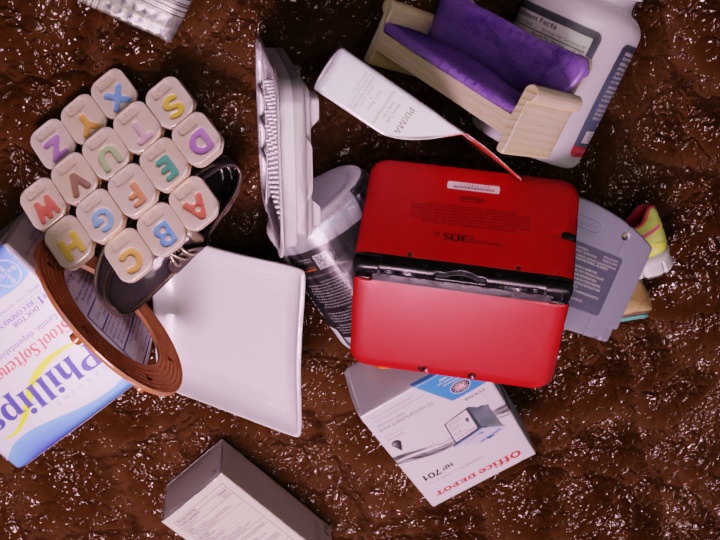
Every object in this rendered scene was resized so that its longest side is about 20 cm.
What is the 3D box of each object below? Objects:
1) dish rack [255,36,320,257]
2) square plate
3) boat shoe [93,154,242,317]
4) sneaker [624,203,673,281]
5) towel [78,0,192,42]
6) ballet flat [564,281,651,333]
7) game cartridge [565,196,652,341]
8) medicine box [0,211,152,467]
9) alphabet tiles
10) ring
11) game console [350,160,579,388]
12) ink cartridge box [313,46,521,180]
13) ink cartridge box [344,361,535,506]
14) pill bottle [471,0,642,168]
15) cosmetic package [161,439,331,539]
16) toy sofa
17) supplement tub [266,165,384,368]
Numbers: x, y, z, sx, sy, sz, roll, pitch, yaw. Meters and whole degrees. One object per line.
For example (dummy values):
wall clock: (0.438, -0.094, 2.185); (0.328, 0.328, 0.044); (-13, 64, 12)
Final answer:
dish rack: (-0.069, -0.120, 0.820); (0.043, 0.200, 0.172); (-3, 115, -10)
square plate: (-0.141, 0.064, 0.943); (0.199, 0.028, 0.199); (15, 117, 25)
boat shoe: (-0.189, -0.042, 0.863); (0.074, 0.073, 0.200); (41, 71, -29)
sneaker: (0.247, -0.028, 0.974); (0.199, 0.078, 0.091); (-12, 107, -8)
towel: (-0.227, -0.338, 0.800); (0.200, 0.035, 0.193); (24, 112, -18)
ballet flat: (0.237, 0.047, 1.016); (0.199, 0.069, 0.063); (-15, 87, -3)
game cartridge: (0.202, -0.013, 0.896); (0.200, 0.042, 0.134); (19, 94, -24)
medicine box: (-0.358, 0.073, 0.926); (0.182, 0.103, 0.200); (-36, 112, 10)
alphabet tiles: (-0.232, -0.095, 0.842); (0.200, 0.015, 0.196); (-38, 75, 3)
ring: (-0.253, 0.048, 0.872); (0.019, 0.200, 0.200); (-40, 113, 6)
game console: (0.098, 0.003, 0.839); (0.199, 0.173, 0.119); (7, 155, 6)
ink cartridge box: (0.049, -0.139, 0.830); (0.200, 0.160, 0.047); (35, 100, -10)
ink cartridge box: (0.095, 0.163, 1.006); (0.146, 0.086, 0.200); (-30, 126, 7)
pill bottle: (0.202, -0.214, 0.853); (0.119, 0.120, 0.200); (19, 111, -14)
cosmetic package: (-0.136, 0.314, 1.077); (0.103, 0.073, 0.200); (-39, 112, 11)
toy sofa: (0.105, -0.192, 0.804); (0.083, 0.200, 0.098); (-2, 126, -48)
supplement tub: (0.000, 0.000, 0.924); (0.122, 0.123, 0.200); (-29, 114, 7)
